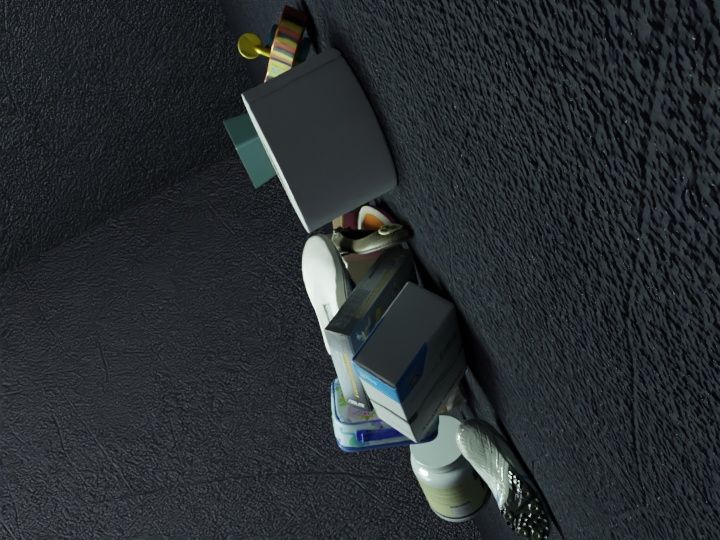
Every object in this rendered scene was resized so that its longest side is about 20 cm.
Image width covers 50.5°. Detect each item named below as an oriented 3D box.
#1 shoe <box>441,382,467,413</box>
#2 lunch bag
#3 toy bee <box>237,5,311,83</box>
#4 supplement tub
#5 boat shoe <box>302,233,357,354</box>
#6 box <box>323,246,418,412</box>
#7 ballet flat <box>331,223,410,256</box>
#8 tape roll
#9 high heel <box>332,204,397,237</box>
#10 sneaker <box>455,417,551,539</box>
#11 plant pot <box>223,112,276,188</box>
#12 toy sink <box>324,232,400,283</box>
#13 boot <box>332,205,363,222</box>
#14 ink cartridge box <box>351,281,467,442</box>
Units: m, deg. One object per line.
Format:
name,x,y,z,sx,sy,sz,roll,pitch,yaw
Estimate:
shoe,0.144,0.166,1.293,0.071,0.052,0.202,-88,-14,-46
lunch bag,0.043,0.255,1.407,0.161,0.196,0.084,-104,7,-62
toy bee,-0.111,-0.302,1.140,0.129,0.111,0.200,16,172,14
supplement tub,0.187,0.414,1.595,0.146,0.143,0.202,59,174,50
boat shoe,-0.027,0.035,1.204,0.092,0.074,0.204,-23,-75,-50
box,0.029,0.087,1.168,0.048,0.201,0.160,11,134,30
ballet flat,0.008,-0.052,1.164,0.199,0.066,0.047,-5,99,61
tape roll,-0.055,-0.171,1.016,0.205,0.137,0.203,63,177,6
high heel,0.036,-0.074,1.266,0.199,0.094,0.069,4,96,62
sneaker,0.216,0.301,1.119,0.072,0.072,0.201,3,-134,-54
plant pot,-0.347,-0.457,2.735,0.197,0.197,0.197,60,175,44
toy sink,0.000,0.000,1.370,0.200,0.110,0.133,-125,26,-62
boot,-0.037,-0.146,1.496,0.165,0.065,0.201,51,173,33
ink cartridge box,0.077,0.137,1.096,0.083,0.145,0.201,27,157,28
